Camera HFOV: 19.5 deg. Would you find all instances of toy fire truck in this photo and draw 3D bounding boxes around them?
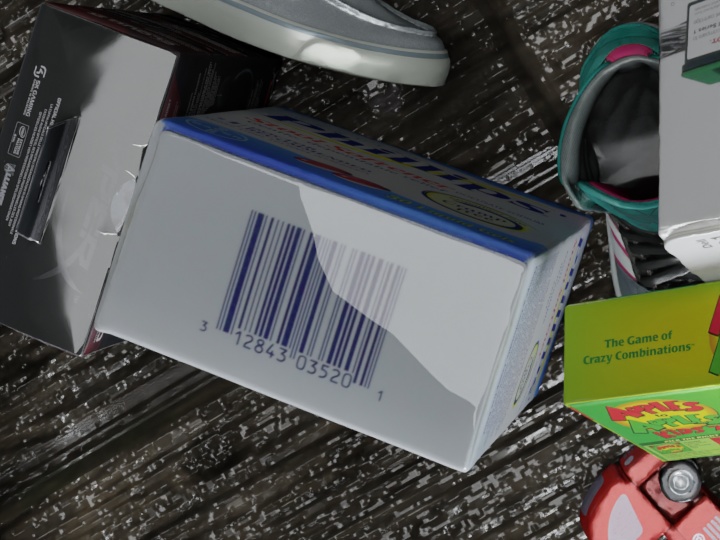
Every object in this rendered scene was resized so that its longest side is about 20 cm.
[{"bbox_3d":[0.165,0.197,1.043,0.141,0.049,0.200,-44,85,6],"label":"toy fire truck"}]

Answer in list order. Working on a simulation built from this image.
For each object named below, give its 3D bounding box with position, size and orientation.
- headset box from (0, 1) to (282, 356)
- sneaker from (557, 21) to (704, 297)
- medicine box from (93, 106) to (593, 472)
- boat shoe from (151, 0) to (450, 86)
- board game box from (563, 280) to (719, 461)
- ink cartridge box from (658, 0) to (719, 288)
[{"bbox_3d":[-0.117,-0.047,1.019,0.075,0.200,0.150,21,100,10],"label":"headset box"},{"bbox_3d":[0.148,-0.022,0.999,0.083,0.121,0.201,-16,91,14],"label":"sneaker"},{"bbox_3d":[0.000,0.000,0.995,0.181,0.200,0.104,20,101,11],"label":"medicine box"},{"bbox_3d":[-0.042,-0.152,1.058,0.200,0.070,0.072,23,105,14],"label":"boat shoe"},{"bbox_3d":[0.198,0.037,0.894,0.199,0.101,0.048,-10,65,32],"label":"board game box"},{"bbox_3d":[0.191,-0.089,0.912,0.084,0.146,0.201,-9,68,29],"label":"ink cartridge box"}]
